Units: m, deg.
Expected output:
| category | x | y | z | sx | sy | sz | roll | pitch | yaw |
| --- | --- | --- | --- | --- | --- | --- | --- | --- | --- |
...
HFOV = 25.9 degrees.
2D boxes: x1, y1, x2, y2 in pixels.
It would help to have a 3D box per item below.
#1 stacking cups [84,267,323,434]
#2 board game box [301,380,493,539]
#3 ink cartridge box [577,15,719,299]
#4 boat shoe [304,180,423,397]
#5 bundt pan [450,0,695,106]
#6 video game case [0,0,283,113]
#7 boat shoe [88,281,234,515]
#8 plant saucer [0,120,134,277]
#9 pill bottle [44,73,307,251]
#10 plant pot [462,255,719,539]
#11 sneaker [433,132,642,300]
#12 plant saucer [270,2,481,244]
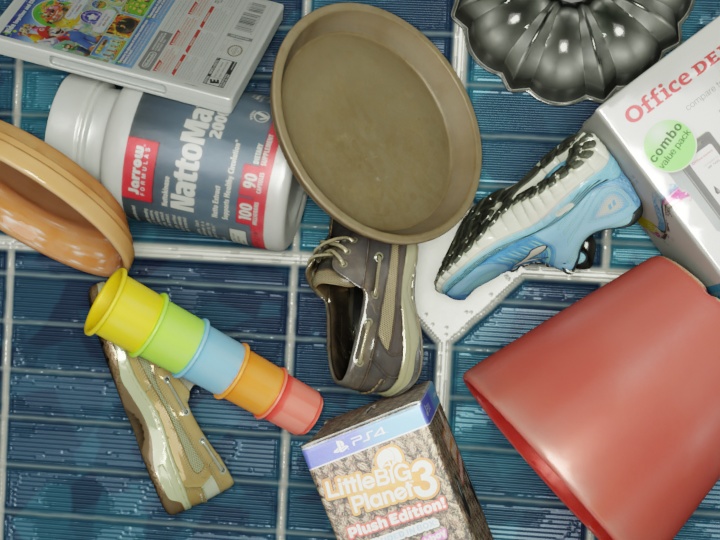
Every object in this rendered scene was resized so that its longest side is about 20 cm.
| category | x | y | z | sx | sy | sz | roll | pitch | yaw |
| --- | --- | --- | --- | --- | --- | --- | --- | --- | --- |
| stacking cups | -0.121 | 0.074 | 1.245 | 0.200 | 0.061 | 0.061 | 33 | 96 | -18 |
| board game box | 0.043 | 0.201 | 1.215 | 0.097 | 0.159 | 0.200 | -21 | 90 | 6 |
| ink cartridge box | 0.283 | -0.076 | 1.179 | 0.147 | 0.146 | 0.200 | -37 | 87 | 0 |
| boat shoe | 0.000 | 0.000 | 1.234 | 0.074 | 0.073 | 0.200 | -24 | 71 | 49 |
| bundt pan | 0.166 | -0.232 | 1.229 | 0.201 | 0.076 | 0.202 | 0 | 92 | 7 |
| video game case | -0.176 | -0.194 | 1.246 | 0.200 | 0.143 | 0.018 | 15 | 133 | 6 |
| boat shoe | -0.160 | 0.096 | 1.288 | 0.076 | 0.072 | 0.200 | -21 | 97 | -8 |
| plant saucer | -0.261 | -0.064 | 1.231 | 0.200 | 0.200 | 0.038 | 28 | 71 | 5 |
| pill bottle | -0.143 | -0.093 | 1.247 | 0.200 | 0.120 | 0.120 | 12 | 93 | 6 |
| plant pot | 0.207 | 0.098 | 1.187 | 0.177 | 0.200 | 0.200 | -42 | 87 | -2 |
| sneaker | 0.135 | -0.020 | 1.206 | 0.090 | 0.078 | 0.200 | 41 | 136 | -14 |
| plant saucer | 0.010 | -0.112 | 1.216 | 0.029 | 0.200 | 0.200 | -28 | 88 | 49 |
